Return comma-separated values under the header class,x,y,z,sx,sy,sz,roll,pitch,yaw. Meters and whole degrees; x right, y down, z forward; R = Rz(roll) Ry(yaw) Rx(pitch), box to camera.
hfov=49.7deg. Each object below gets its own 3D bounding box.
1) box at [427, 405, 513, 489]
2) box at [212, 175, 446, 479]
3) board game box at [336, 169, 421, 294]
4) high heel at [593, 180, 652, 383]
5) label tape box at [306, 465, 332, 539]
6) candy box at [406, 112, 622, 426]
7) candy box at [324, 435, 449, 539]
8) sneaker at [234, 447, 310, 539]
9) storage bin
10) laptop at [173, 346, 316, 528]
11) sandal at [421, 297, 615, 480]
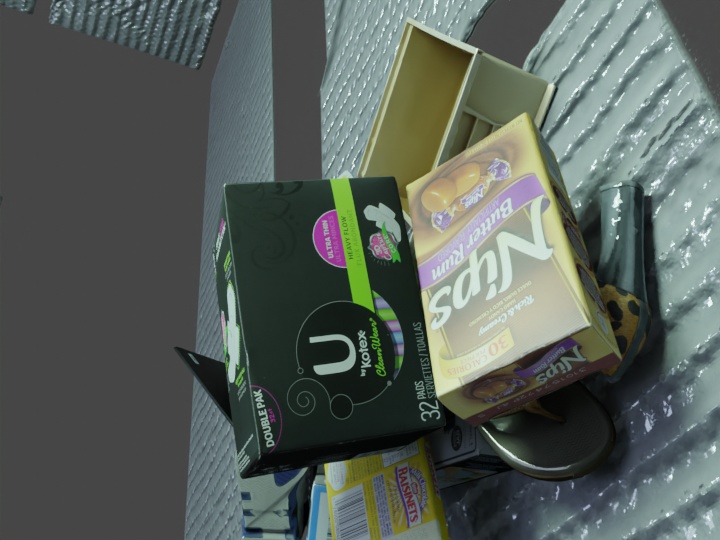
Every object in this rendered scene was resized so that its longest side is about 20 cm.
class,x,y,z,sx,sy,sz,roll,pitch,yaw
box,0.079,0.134,0.723,0.200,0.059,0.120,137,139,-56
box,-0.034,0.045,0.622,0.125,0.144,0.205,127,135,-64
board game box,0.037,-0.017,0.817,0.034,0.135,0.201,-39,29,4
high heel,0.137,0.027,0.608,0.199,0.070,0.146,-26,48,53
label tape box,-0.024,0.277,0.801,0.200,0.061,0.149,102,174,-86
candy box,0.102,-0.006,0.560,0.115,0.056,0.204,-29,45,25
candy box,0.014,0.163,0.691,0.100,0.026,0.203,-25,46,17
sneaker,-0.087,0.221,0.796,0.115,0.078,0.206,-158,74,-88
storage bin,0.085,-0.133,0.804,0.201,0.091,0.203,-123,49,-61
laptop,-0.134,0.203,0.922,0.177,0.101,0.205,37,134,48
sandal,0.102,0.075,0.587,0.082,0.055,0.201,-42,54,5
